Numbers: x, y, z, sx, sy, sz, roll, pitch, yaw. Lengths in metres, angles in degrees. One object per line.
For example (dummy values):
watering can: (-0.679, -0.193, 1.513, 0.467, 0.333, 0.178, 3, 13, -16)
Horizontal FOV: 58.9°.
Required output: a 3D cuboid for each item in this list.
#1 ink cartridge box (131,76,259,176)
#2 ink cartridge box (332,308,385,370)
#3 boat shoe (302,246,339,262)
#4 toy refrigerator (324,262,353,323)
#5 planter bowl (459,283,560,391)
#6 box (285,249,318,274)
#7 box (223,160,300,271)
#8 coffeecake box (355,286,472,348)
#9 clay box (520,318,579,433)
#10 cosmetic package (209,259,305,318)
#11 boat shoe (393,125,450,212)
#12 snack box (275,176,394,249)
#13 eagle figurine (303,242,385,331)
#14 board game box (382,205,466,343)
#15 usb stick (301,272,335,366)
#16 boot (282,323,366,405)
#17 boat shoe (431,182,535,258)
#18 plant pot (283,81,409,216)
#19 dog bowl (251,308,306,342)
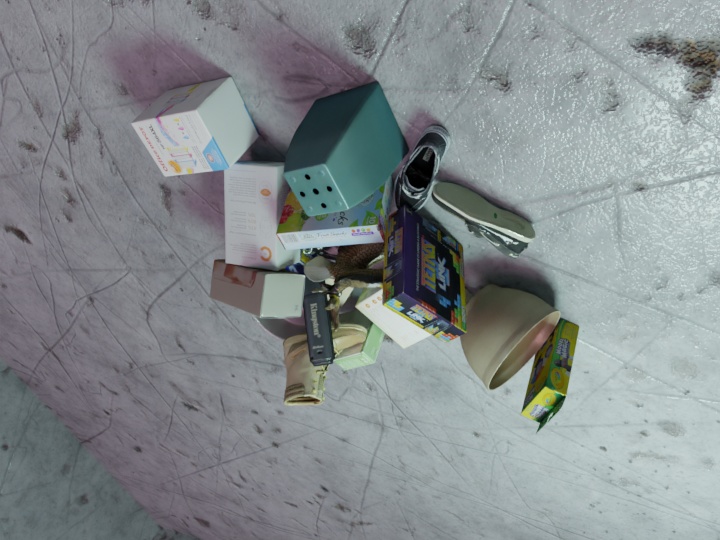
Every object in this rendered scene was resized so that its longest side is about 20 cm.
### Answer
ink cartridge box: (-0.325, -0.271, 1.229, 0.198, 0.126, 0.129, -2, 131, 31)
ink cartridge box: (-0.029, 0.158, 1.472, 0.199, 0.146, 0.048, -22, 126, 43)
boat shoe: (-0.095, -0.069, 1.329, 0.198, 0.068, 0.074, 30, 107, 8)
toy refrigerator: (-0.059, 0.055, 1.441, 0.070, 0.076, 0.201, 30, 139, -1)
planter bowl: (0.269, 0.113, 1.236, 0.135, 0.199, 0.201, 44, 146, 27)
box: (-0.161, 0.001, 1.451, 0.064, 0.070, 0.200, 38, 139, -10)
box: (-0.194, -0.113, 1.269, 0.123, 0.097, 0.203, 8, 105, 23)
coffeecake box: (0.110, 0.064, 1.350, 0.153, 0.073, 0.200, 41, 139, -13)
clay box: (0.367, 0.205, 1.242, 0.047, 0.201, 0.115, 25, 139, 5)
cosmetic package: (-0.213, 0.034, 1.299, 0.199, 0.103, 0.088, 14, 98, 46)
boat shoe: (0.100, -0.161, 1.131, 0.071, 0.068, 0.201, 29, 140, 1)
snack box: (-0.045, -0.114, 1.181, 0.198, 0.143, 0.053, -3, 143, 20)
eagle figurine: (0.005, 0.000, 1.255, 0.200, 0.150, 0.153, -38, 78, 33)
board game box: (0.118, 0.005, 1.156, 0.165, 0.202, 0.056, 32, 135, -32)
usb stick: (-0.091, 0.097, 1.333, 0.055, 0.202, 0.033, -8, 165, 0)
boot: (-0.076, 0.202, 1.358, 0.198, 0.157, 0.073, -14, 143, 15)
boat shoe: (0.209, -0.088, 1.138, 0.198, 0.072, 0.068, 29, 136, -1)
plant pot: (-0.035, -0.193, 1.078, 0.140, 0.201, 0.142, -6, 128, 34)
dog bowl: (-0.168, 0.087, 1.438, 0.198, 0.059, 0.201, 18, 138, 17)
